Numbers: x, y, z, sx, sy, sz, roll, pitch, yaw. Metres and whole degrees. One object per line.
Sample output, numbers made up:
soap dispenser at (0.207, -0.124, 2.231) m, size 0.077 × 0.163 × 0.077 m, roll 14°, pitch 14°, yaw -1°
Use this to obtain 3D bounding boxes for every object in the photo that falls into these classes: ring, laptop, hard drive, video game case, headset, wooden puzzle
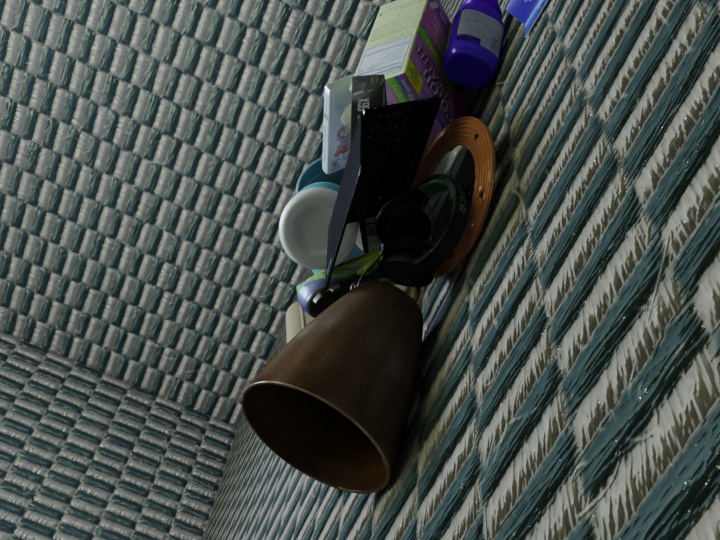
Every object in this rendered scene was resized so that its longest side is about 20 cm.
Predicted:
ring at (0.111, -0.087, 1.123) m, size 0.200 × 0.019 × 0.203 m, roll -46°, pitch 37°, yaw 50°
laptop at (0.028, -0.097, 1.115) m, size 0.198 × 0.103 × 0.179 m, roll -17°, pitch -39°, yaw -35°
hard drive at (0.125, -0.126, 1.255) m, size 0.200 × 0.037 × 0.141 m, roll -95°, pitch 27°, yaw -73°
video game case at (0.024, -0.266, 1.544) m, size 0.198 × 0.024 × 0.183 m, roll -26°, pitch -33°, yaw -23°
headset at (0.064, -0.025, 1.113) m, size 0.200 × 0.093 × 0.125 m, roll -41°, pitch 35°, yaw 29°
wooden puzzle at (-0.016, 0.056, 1.343) m, size 0.185 × 0.197 × 0.038 m, roll -115°, pitch 3°, yaw -77°

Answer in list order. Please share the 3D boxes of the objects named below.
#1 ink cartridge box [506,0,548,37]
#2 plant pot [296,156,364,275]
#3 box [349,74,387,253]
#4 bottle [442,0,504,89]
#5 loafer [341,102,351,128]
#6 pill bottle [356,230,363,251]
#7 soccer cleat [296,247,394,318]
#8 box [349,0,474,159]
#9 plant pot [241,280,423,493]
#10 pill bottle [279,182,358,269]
ink cartridge box at (0.242, -0.417, 1.251) m, size 0.100 × 0.039 × 0.202 m, roll 121°, pitch 168°, yaw -48°
plant pot at (-0.017, -0.070, 1.625) m, size 0.190 × 0.197 × 0.202 m, roll 97°, pitch -172°, yaw -50°
box at (0.019, -0.146, 1.294) m, size 0.201 × 0.049 × 0.160 m, roll 80°, pitch -171°, yaw -54°
bottle at (0.175, -0.359, 1.390) m, size 0.066 × 0.082 × 0.202 m, roll 120°, pitch 169°, yaw -48°
loafer at (0.037, -0.264, 1.472) m, size 0.069 × 0.077 × 0.199 m, roll -9°, pitch 7°, yaw 37°
pill bottle at (0.054, -0.122, 1.470) m, size 0.114 × 0.112 × 0.202 m, roll 121°, pitch 169°, yaw -50°
soccer cleat at (0.000, -0.001, 1.295) m, size 0.084 × 0.198 × 0.065 m, roll 43°, pitch 156°, yaw 53°
box at (0.088, -0.287, 1.396) m, size 0.095 × 0.176 × 0.202 m, roll -9°, pitch 46°, yaw 33°
plant pot at (-0.007, 0.116, 1.057) m, size 0.201 × 0.185 × 0.187 m, roll -56°, pitch 0°, yaw -35°
pill bottle at (-0.056, -0.070, 1.335) m, size 0.200 × 0.109 × 0.112 m, roll -86°, pitch 19°, yaw -80°
